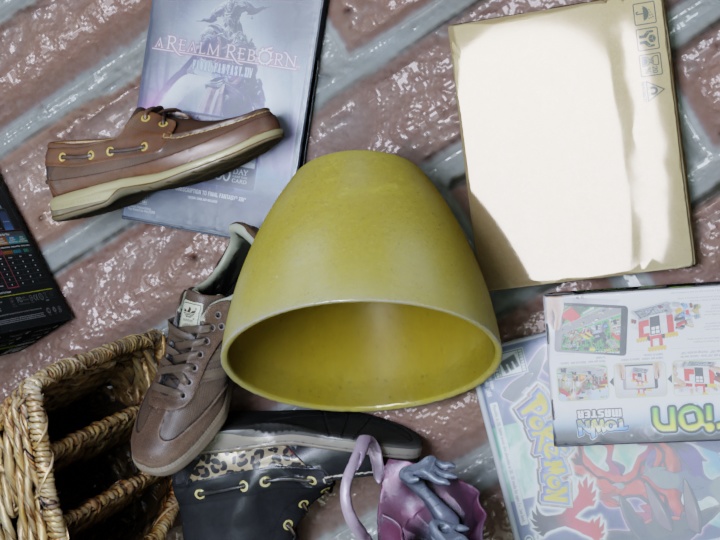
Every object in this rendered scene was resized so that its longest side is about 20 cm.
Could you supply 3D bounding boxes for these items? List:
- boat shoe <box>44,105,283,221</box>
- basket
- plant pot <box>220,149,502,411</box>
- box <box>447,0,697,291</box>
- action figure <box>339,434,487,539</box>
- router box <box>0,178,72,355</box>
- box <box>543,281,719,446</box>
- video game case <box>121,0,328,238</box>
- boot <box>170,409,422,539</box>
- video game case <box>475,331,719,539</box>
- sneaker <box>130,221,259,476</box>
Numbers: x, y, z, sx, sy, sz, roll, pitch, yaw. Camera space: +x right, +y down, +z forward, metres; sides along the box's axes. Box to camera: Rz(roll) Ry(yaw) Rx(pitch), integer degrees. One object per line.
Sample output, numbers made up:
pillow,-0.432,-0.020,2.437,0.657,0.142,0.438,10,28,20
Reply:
boat shoe,-0.156,-0.093,1.262,0.198,0.072,0.068,-16,90,19
basket,-0.199,0.153,1.228,0.149,0.200,0.143,-42,81,21
plant pot,0.000,0.000,1.195,0.198,0.200,0.143,-9,62,16
box,0.154,-0.093,1.216,0.162,0.021,0.202,-7,90,16
action figure,0.034,0.242,1.199,0.148,0.134,0.201,21,131,10
router box,-0.322,-0.005,1.264,0.062,0.200,0.151,-30,84,20
box,0.232,0.064,1.169,0.198,0.035,0.111,-3,92,16
video game case,-0.106,-0.128,1.294,0.141,0.019,0.202,10,96,16
boot,-0.052,0.187,1.261,0.198,0.073,0.152,0,99,3
video game case,0.188,0.135,1.215,0.181,0.023,0.202,-15,88,16
sneaker,-0.123,0.053,1.231,0.070,0.076,0.201,10,59,34
